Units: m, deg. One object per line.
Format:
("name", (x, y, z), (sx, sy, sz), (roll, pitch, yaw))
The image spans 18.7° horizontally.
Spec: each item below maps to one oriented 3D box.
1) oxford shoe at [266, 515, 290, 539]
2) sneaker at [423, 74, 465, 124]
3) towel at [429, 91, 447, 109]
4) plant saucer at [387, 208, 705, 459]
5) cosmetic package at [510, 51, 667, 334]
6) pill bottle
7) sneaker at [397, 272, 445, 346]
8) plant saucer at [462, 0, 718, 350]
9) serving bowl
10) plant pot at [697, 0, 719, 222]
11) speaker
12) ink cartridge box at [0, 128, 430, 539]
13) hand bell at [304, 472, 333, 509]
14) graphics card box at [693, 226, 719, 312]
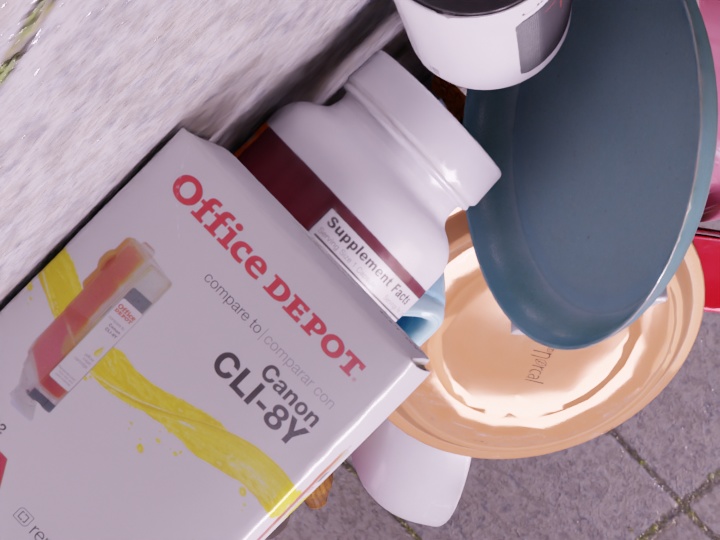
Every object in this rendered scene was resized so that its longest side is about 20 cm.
("oxford shoe", (-0.136, 0.130, 1.210), (0.199, 0.072, 0.071), (3, 155, -25))
("sneaker", (0.045, -0.066, 1.390), (0.092, 0.076, 0.200), (-40, 174, 4))
("towel", (0.000, 0.000, 1.200), (0.146, 0.022, 0.200), (-31, 144, -7))
("plant saucer", (0.093, 0.029, 1.202), (0.200, 0.200, 0.032), (-47, -149, 25))
("cosmetic package", (0.103, -0.074, 1.101), (0.050, 0.201, 0.083), (0, 166, -23))
("pill bottle", (-0.032, -0.005, 1.042), (0.200, 0.113, 0.113), (-45, 175, 0))
("sneaker", (-0.027, 0.053, 1.141), (0.200, 0.074, 0.082), (-50, -143, 34))
("plant saucer", (0.107, -0.064, 1.007), (0.027, 0.201, 0.200), (2, 149, -27))
("serving bowl", (0.026, 0.062, 1.404), (0.200, 0.065, 0.201), (-175, -90, -79))
("plant pot", (0.161, -0.131, 1.236), (0.200, 0.200, 0.179), (-46, 159, 18))
("speaker", (0.049, -0.128, 0.908), (0.081, 0.081, 0.200), (-44, 174, 1))
("ink cartridge box", (-0.089, 0.059, 0.940), (0.200, 0.145, 0.083), (-45, 173, 1))
("hand bell", (-0.040, 0.098, 1.403), (0.104, 0.104, 0.200), (-42, 149, -20))
("graphics card box", (0.141, -0.008, 1.323), (0.200, 0.125, 0.051), (-160, -104, -81))
